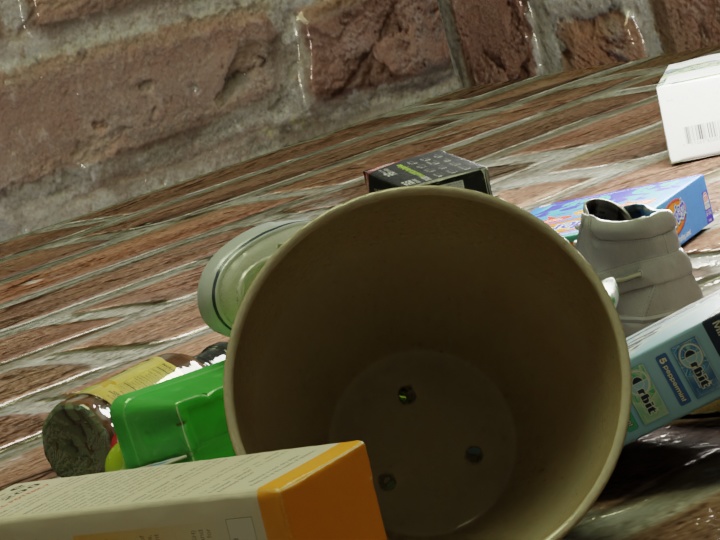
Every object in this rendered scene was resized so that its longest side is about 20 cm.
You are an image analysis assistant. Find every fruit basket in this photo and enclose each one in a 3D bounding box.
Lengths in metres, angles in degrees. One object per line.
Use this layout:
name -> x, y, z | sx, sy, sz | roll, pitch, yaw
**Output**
fruit basket -> -0.101, 0.115, 1.844 | 0.184, 0.094, 0.200 | -19, -7, -32

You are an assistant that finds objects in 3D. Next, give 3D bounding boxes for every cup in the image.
cup -> 0.033, 0.073, 1.515 | 0.199, 0.202, 0.143 | -15, -15, -3

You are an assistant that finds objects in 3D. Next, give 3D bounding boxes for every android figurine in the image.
android figurine -> 0.017, 0.081, 1.691 | 0.182, 0.041, 0.200 | -41, -3, -6

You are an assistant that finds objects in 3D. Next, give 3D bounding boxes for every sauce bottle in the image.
sauce bottle -> -0.144, 0.095, 2.077 | 0.064, 0.065, 0.200 | -10, 7, 31

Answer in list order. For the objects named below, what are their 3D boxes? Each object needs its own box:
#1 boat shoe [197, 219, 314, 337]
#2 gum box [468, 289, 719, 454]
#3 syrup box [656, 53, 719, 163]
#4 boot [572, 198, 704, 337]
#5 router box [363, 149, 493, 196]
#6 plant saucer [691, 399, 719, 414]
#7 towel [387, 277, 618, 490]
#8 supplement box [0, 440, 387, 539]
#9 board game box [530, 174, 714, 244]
boat shoe -> 0.001, 0.005, 1.839 | 0.201, 0.075, 0.086 | -7, 6, -34
gum box -> 0.169, 0.055, 1.645 | 0.199, 0.045, 0.170 | -30, -1, 29
syrup box -> 0.349, -0.167, 3.008 | 0.078, 0.082, 0.200 | -11, 8, 11
boot -> 0.174, -0.005, 2.075 | 0.073, 0.096, 0.200 | -17, 8, -25
router box -> 0.058, 0.002, 2.033 | 0.062, 0.151, 0.200 | -15, 7, -6
plant saucer -> 0.259, 0.041, 1.804 | 0.199, 0.036, 0.200 | -14, 8, 2
towel -> 0.073, 0.072, 1.702 | 0.152, 0.023, 0.200 | -43, -7, 23
supplement box -> -0.080, 0.151, 1.288 | 0.199, 0.127, 0.073 | -8, 10, 34
board game box -> 0.185, -0.026, 2.410 | 0.151, 0.045, 0.200 | -11, 9, 24
